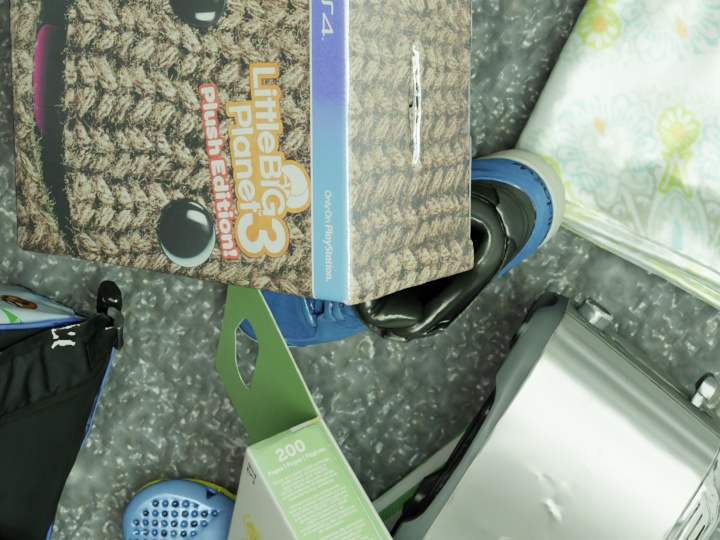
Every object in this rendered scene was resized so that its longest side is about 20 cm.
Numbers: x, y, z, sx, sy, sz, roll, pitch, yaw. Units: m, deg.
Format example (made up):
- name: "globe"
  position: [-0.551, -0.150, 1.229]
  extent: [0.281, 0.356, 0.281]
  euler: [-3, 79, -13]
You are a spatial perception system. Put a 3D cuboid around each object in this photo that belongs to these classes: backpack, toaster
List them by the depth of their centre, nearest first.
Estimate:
- name: "toaster"
  position: [0.096, 0.120, 0.893]
  extent: [0.129, 0.114, 0.200]
  euler: [33, 100, 5]
- name: "backpack"
  position: [-0.239, 0.085, 0.937]
  extent: [0.154, 0.190, 0.201]
  euler: [17, 95, 25]

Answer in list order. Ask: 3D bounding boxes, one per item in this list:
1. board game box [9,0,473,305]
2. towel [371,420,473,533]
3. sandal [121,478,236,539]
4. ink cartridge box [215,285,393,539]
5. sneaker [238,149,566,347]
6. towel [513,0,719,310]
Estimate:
- name: "board game box"
  position: [-0.056, -0.081, 0.817]
  extent: [0.199, 0.097, 0.160]
  euler: [8, 104, 36]
- name: "towel"
  position: [0.106, 0.172, 0.963]
  extent: [0.152, 0.023, 0.200]
  euler: [-39, 87, 10]
- name: "sandal"
  position: [-0.060, 0.197, 0.962]
  extent: [0.079, 0.087, 0.200]
  euler: [-39, 84, 12]
- name: "ink cartridge box"
  position: [-0.043, 0.108, 0.898]
  extent: [0.048, 0.146, 0.200]
  euler: [-23, 68, -20]
- name: "sneaker"
  position: [0.000, -0.001, 0.911]
  extent: [0.199, 0.111, 0.077]
  euler: [-18, 96, 27]
- name: "towel"
  position: [0.185, -0.090, 0.925]
  extent: [0.171, 0.048, 0.201]
  euler: [27, 96, 8]
